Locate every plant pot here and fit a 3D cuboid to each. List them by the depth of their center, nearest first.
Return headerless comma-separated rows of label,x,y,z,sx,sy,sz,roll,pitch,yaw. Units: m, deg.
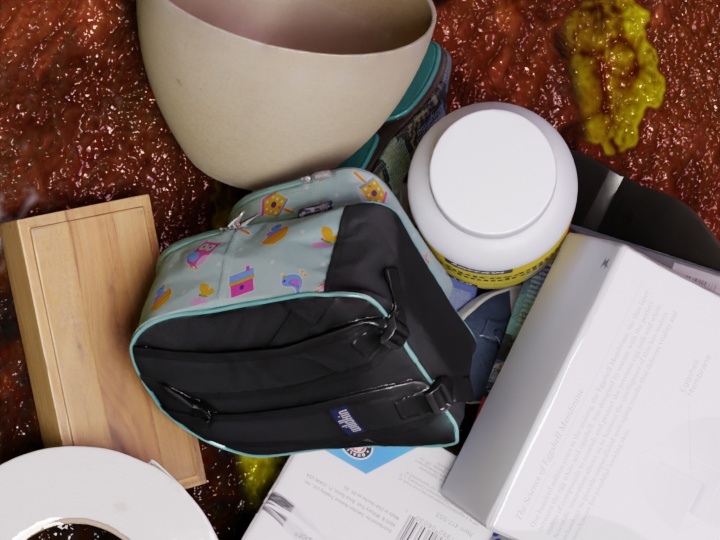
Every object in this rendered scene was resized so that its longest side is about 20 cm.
plant pot,-0.060,-0.132,1.482,0.200,0.200,0.135,-7,125,-31

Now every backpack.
backpack,-0.042,0.035,1.434,0.176,0.200,0.153,53,30,-42

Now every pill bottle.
pill bottle,0.088,-0.051,1.475,0.112,0.200,0.112,0,84,4

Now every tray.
tray,-0.171,0.056,1.474,0.099,0.037,0.200,-13,95,-31

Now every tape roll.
tape roll,-0.183,0.211,1.412,0.202,0.037,0.203,1,83,-6

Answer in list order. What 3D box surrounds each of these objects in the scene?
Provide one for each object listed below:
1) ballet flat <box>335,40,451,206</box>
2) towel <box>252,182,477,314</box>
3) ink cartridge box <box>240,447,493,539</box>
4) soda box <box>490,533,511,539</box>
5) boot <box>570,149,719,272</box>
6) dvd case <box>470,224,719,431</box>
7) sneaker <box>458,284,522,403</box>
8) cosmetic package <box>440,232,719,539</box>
ballet flat,0.017,-0.082,1.568,0.074,0.074,0.200,50,49,-19
towel,0.000,0.000,1.588,0.200,0.024,0.147,17,76,-31
ink cartridge box,-0.009,0.205,1.504,0.146,0.086,0.200,30,71,3
soda box,0.123,0.204,1.591,0.063,0.068,0.200,28,54,-27
boot,0.222,-0.023,1.633,0.075,0.200,0.074,18,109,-47
dvd case,0.166,0.077,1.555,0.146,0.022,0.200,18,86,16
sneaker,0.146,0.041,1.623,0.200,0.084,0.075,-28,109,-35
cosmetic package,0.192,0.109,1.450,0.200,0.123,0.200,27,88,-15
